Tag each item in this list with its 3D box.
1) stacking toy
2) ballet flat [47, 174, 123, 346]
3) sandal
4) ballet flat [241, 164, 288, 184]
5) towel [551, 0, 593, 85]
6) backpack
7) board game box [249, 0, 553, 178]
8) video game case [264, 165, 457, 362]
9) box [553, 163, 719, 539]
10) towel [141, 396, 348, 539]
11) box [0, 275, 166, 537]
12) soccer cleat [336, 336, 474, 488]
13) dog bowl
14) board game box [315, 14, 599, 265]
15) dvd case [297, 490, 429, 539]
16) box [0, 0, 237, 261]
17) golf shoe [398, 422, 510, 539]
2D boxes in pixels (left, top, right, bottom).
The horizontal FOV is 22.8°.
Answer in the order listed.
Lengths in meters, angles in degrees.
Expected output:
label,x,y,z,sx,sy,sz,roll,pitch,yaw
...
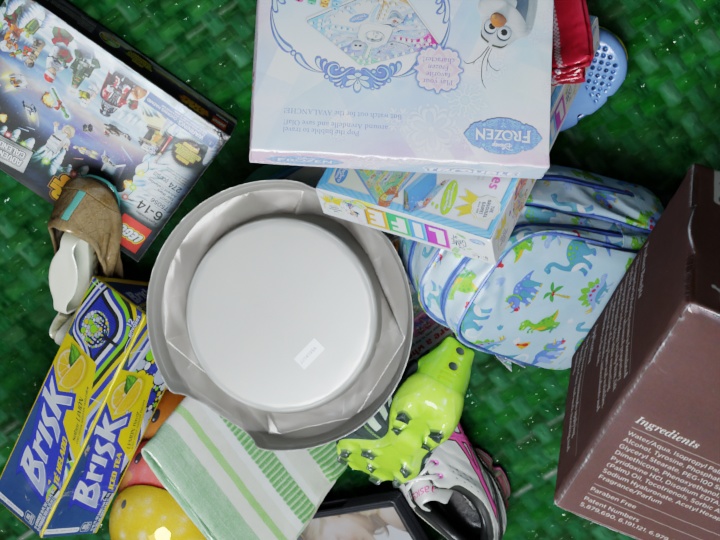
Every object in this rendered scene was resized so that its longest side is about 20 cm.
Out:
label,x,y,z,sx,sy,sz,roll,pitch,yaw
stacking toy,-0.152,0.195,1.424,0.146,0.200,0.146,13,132,16
ballet flat,-0.216,0.017,1.403,0.068,0.072,0.200,20,137,16
sandal,0.107,-0.118,1.323,0.200,0.087,0.080,-26,108,9
ballet flat,-0.104,0.008,1.416,0.067,0.070,0.200,32,113,1
towel,0.064,-0.186,1.278,0.200,0.145,0.022,-5,147,8
backpack,0.127,-0.006,1.316,0.200,0.154,0.163,25,122,-21
board game box,0.029,-0.167,1.199,0.200,0.043,0.199,4,80,-3
video game case,0.000,0.000,1.395,0.143,0.018,0.200,-31,106,-8
box,0.249,0.073,1.201,0.164,0.166,0.200,23,128,-5
towel,-0.078,0.136,1.409,0.023,0.200,0.153,-19,113,41
box,-0.207,0.107,1.389,0.064,0.070,0.200,33,104,31
soccer cleat,0.037,0.110,1.357,0.067,0.081,0.200,32,153,-6
dog bowl,-0.055,0.032,1.321,0.200,0.059,0.200,1,94,10
board game box,0.071,-0.110,1.264,0.134,0.200,0.034,18,154,21
dvd case,-0.015,0.257,1.510,0.200,0.018,0.143,-15,114,37
box,-0.216,-0.117,1.389,0.200,0.040,0.137,34,115,-10
golf shoe,0.054,0.148,1.452,0.073,0.092,0.200,-36,105,20
